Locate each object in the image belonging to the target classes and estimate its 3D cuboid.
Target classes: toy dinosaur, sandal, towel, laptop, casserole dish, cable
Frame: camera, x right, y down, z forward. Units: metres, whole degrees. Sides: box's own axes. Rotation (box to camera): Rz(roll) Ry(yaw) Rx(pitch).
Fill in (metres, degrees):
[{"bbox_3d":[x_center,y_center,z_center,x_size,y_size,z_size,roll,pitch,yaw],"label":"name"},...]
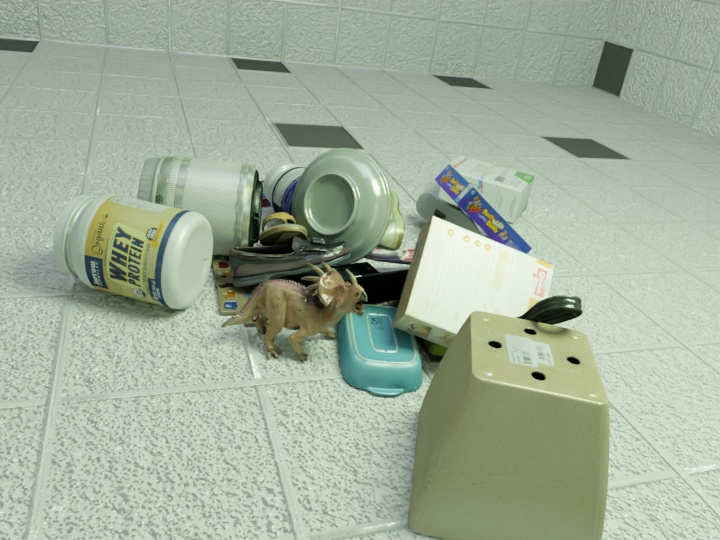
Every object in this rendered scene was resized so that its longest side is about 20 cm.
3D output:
[{"bbox_3d":[-0.090,0.045,0.886,0.195,0.139,0.086,7,26,-1],"label":"toy dinosaur"},{"bbox_3d":[-0.139,-0.072,1.104,0.078,0.056,0.200,-1,0,-12],"label":"sandal"},{"bbox_3d":[0.115,-0.023,1.108,0.196,0.031,0.146,6,-2,-26],"label":"towel"},{"bbox_3d":[0.000,0.000,1.030,0.174,0.105,0.200,-6,31,-33],"label":"laptop"},{"bbox_3d":[0.028,0.104,0.920,0.118,0.040,0.201,5,26,-8],"label":"casserole dish"},{"bbox_3d":[0.198,0.058,0.773,0.095,0.201,0.051,11,64,2],"label":"cable"}]

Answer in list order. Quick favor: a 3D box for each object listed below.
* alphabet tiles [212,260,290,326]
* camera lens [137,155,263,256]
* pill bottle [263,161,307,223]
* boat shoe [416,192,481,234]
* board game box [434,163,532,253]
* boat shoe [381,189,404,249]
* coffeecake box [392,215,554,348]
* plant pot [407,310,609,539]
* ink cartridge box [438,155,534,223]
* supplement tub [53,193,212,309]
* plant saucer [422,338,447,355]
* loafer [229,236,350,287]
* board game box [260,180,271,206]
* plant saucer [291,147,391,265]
[{"bbox_3d":[-0.152,0.032,1.037,0.163,0.008,0.201,0,29,-18],"label":"alphabet tiles"},{"bbox_3d":[-0.272,-0.111,1.105,0.195,0.163,0.161,5,27,-7],"label":"camera lens"},{"bbox_3d":[-0.110,-0.137,1.254,0.114,0.118,0.200,-10,32,-32],"label":"pill bottle"},{"bbox_3d":[0.197,-0.100,1.324,0.063,0.072,0.201,8,31,-42],"label":"boat shoe"},{"bbox_3d":[0.246,-0.115,1.278,0.199,0.045,0.135,39,13,-29],"label":"board game box"},{"bbox_3d":[0.044,-0.112,1.307,0.062,0.074,0.202,7,34,-12],"label":"boat shoe"},{"bbox_3d":[0.164,0.037,0.916,0.196,0.073,0.157,21,69,-5],"label":"coffeecake box"},{"bbox_3d":[0.169,0.163,0.693,0.195,0.181,0.201,11,27,4],"label":"plant pot"},{"bbox_3d":[0.303,-0.200,1.537,0.196,0.086,0.145,20,29,20],"label":"ink cartridge box"},{"bbox_3d":[-0.336,-0.033,0.952,0.195,0.148,0.145,12,27,8],"label":"supplement tub"},{"bbox_3d":[0.184,0.062,1.036,0.194,0.049,0.201,3,27,-12],"label":"plant saucer"},{"bbox_3d":[-0.115,-0.025,1.016,0.195,0.065,0.072,-14,11,-3],"label":"loafer"},{"bbox_3d":[-0.249,-0.163,1.371,0.197,0.020,0.102,-12,33,-35],"label":"board game box"},{"bbox_3d":[-0.044,-0.112,1.097,0.197,0.205,0.050,22,8,25],"label":"plant saucer"}]
